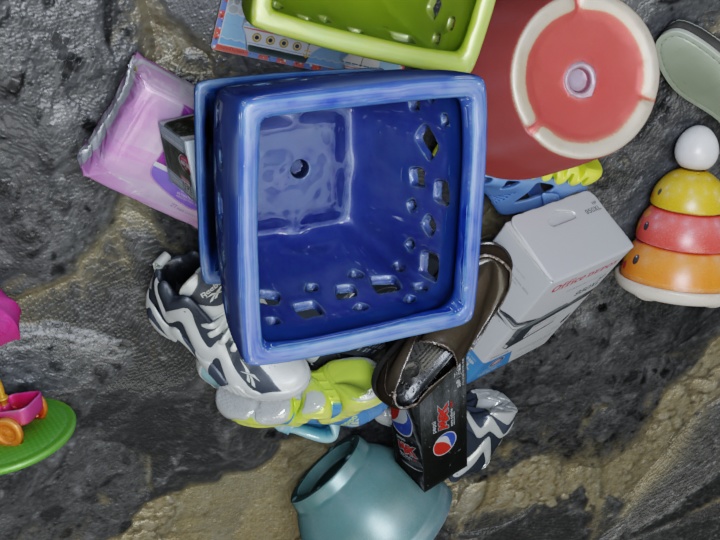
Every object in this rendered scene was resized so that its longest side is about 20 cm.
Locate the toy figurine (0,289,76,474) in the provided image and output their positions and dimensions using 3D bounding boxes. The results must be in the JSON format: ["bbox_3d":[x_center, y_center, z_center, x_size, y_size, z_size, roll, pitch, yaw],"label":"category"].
[{"bbox_3d":[-0.413,0.096,1.062,0.198,0.150,0.186,-1,113,14],"label":"toy figurine"}]

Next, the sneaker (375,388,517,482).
[{"bbox_3d":[0.095,0.218,1.296,0.197,0.079,0.131,2,115,-29],"label":"sneaker"}]

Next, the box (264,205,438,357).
[{"bbox_3d":[0.000,0.000,1.049,0.148,0.107,0.200,-41,159,12],"label":"box"}]

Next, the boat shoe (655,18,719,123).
[{"bbox_3d":[0.397,-0.210,1.107,0.200,0.061,0.071,36,153,-24],"label":"boat shoe"}]

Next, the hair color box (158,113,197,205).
[{"bbox_3d":[-0.073,-0.121,0.927,0.198,0.099,0.061,-17,114,-20],"label":"hair color box"}]

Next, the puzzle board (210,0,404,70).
[{"bbox_3d":[-0.031,-0.262,0.973,0.198,0.017,0.152,8,121,-20],"label":"puzzle board"}]

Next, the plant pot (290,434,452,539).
[{"bbox_3d":[-0.002,0.293,1.268,0.200,0.200,0.134,-40,98,12],"label":"plant pot"}]

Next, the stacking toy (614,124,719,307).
[{"bbox_3d":[0.378,-0.068,1.179,0.144,0.146,0.202,0,104,-16],"label":"stacking toy"}]

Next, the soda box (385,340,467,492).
[{"bbox_3d":[0.076,0.152,1.145,0.070,0.063,0.202,-25,131,-24],"label":"soda box"}]

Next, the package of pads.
[{"bbox_3d":[-0.162,-0.113,0.998,0.199,0.076,0.121,26,111,-30],"label":"package of pads"}]

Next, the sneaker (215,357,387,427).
[{"bbox_3d":[-0.058,0.151,1.138,0.198,0.077,0.105,-5,150,16],"label":"sneaker"}]

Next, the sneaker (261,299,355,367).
[{"bbox_3d":[-0.078,0.063,1.153,0.088,0.074,0.200,-29,120,16],"label":"sneaker"}]

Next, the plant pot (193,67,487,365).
[{"bbox_3d":[-0.029,-0.062,0.806,0.198,0.180,0.202,-9,112,-23],"label":"plant pot"}]

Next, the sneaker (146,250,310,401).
[{"bbox_3d":[-0.137,0.047,1.033,0.079,0.198,0.130,-44,162,-26],"label":"sneaker"}]

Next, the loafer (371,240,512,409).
[{"bbox_3d":[0.089,0.064,1.007,0.073,0.071,0.201,31,99,-17],"label":"loafer"}]

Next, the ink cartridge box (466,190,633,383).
[{"bbox_3d":[0.182,0.019,1.114,0.144,0.085,0.201,-21,155,-37],"label":"ink cartridge box"}]

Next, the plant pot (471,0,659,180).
[{"bbox_3d":[0.173,-0.178,0.949,0.198,0.177,0.203,-2,99,-12],"label":"plant pot"}]

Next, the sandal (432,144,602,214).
[{"bbox_3d":[0.165,-0.096,1.107,0.198,0.080,0.088,8,125,-19],"label":"sandal"}]

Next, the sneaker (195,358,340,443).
[{"bbox_3d":[-0.100,0.146,1.190,0.199,0.082,0.074,24,114,-28],"label":"sneaker"}]

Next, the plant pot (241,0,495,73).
[{"bbox_3d":[0.000,-0.288,0.845,0.197,0.181,0.202,8,105,-22],"label":"plant pot"}]
